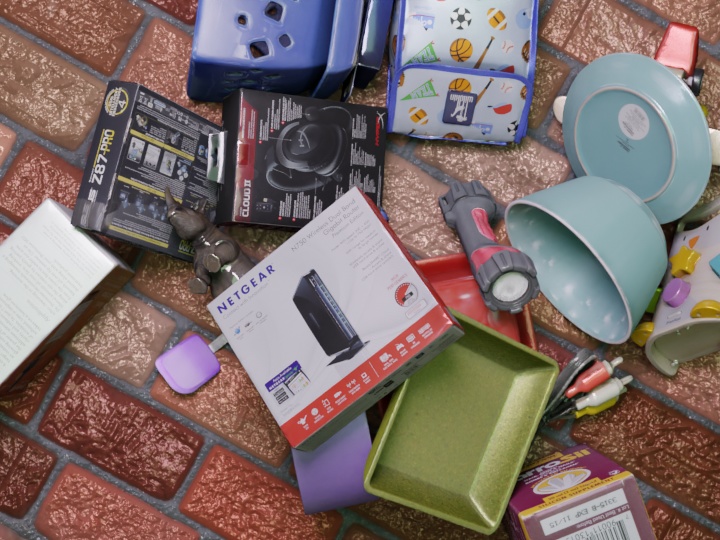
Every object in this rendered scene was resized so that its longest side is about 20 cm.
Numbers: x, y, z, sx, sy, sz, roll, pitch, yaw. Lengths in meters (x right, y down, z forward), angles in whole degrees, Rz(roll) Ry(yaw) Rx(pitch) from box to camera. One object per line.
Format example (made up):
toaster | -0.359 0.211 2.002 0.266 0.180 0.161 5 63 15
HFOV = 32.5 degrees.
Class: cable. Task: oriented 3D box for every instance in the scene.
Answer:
cable | 0.227 0.164 1.422 0.200 0.097 0.050 -37 49 -13

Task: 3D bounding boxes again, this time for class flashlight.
flashlight | 0.145 -0.034 1.380 0.068 0.200 0.068 34 113 -27

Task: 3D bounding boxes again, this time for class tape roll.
tape roll | -0.040 0.161 1.353 0.084 0.200 0.201 -11 88 -5

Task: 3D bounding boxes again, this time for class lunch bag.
lunch bag | 0.116 -0.250 1.427 0.169 0.124 0.201 5 100 -3

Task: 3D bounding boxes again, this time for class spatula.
spatula | -0.145 0.069 1.441 0.200 0.021 0.057 -37 88 -5

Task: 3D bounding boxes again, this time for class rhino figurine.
rhino figurine | -0.153 -0.006 1.335 0.060 0.087 0.200 -33 97 21

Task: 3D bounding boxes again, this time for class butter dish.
butter dish | 0.108 0.080 1.392 0.198 0.148 0.201 -10 88 -3

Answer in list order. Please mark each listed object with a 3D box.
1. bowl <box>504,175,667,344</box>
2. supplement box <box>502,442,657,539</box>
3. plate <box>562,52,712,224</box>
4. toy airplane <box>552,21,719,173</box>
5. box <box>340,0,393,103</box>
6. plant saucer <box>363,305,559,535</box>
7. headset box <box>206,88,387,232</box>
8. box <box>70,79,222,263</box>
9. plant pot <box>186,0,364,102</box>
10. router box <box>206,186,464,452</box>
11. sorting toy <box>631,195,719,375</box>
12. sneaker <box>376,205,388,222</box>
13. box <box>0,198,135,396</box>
bowl | 0.266 -0.028 1.389 0.105 0.201 0.201 -39 90 -15
supplement box | 0.233 0.273 1.360 0.130 0.200 0.104 -21 93 -4
plate | 0.300 -0.142 1.378 0.026 0.200 0.201 -26 88 -36
toy airplane | 0.353 -0.167 1.439 0.199 0.141 0.200 -32 99 33
box | 0.012 -0.286 1.419 0.032 0.121 0.201 12 87 -7
plant saucer | 0.097 0.154 1.288 0.199 0.048 0.201 26 84 -36
headset box | -0.076 -0.119 1.399 0.199 0.077 0.150 4 87 -22
box | -0.220 -0.102 1.361 0.049 0.200 0.162 11 85 28
plant pot | -0.093 -0.293 1.381 0.179 0.200 0.201 7 85 -9
router box | -0.028 0.049 1.226 0.200 0.049 0.180 -39 67 8
sorting toy | 0.393 0.002 1.401 0.106 0.200 0.181 24 62 -21
sneaker | 0.000 0.000 1.366 0.075 0.200 0.079 -24 65 -24
box | -0.363 0.033 1.364 0.106 0.152 0.200 44 86 0
